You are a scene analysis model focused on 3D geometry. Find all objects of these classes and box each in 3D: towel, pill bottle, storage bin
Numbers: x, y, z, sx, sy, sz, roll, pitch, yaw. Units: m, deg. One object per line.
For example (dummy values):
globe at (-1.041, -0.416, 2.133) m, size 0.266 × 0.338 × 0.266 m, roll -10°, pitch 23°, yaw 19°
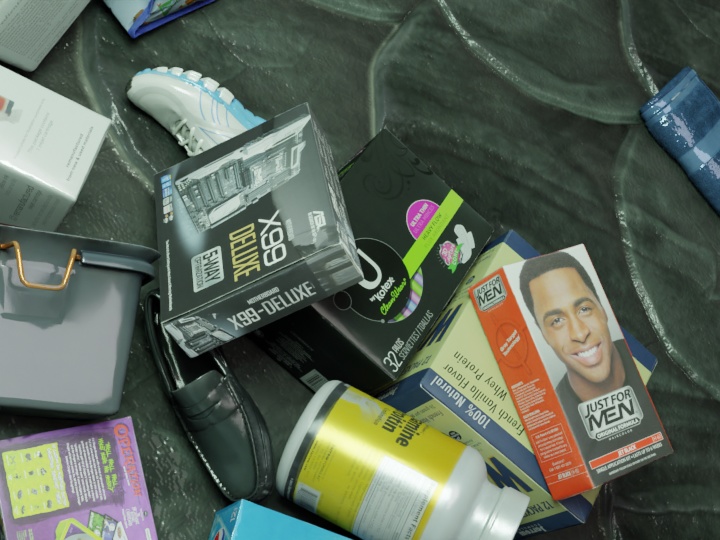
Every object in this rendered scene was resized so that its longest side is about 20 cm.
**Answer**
towel at (0.434, -0.149, 1.436) m, size 0.200 × 0.049 × 0.112 m, roll 51°, pitch 56°, yaw -2°
pill bottle at (0.037, 0.183, 0.995) m, size 0.200 × 0.112 × 0.112 m, roll 26°, pitch 56°, yaw 10°
storage bin at (-0.264, 0.044, 0.916) m, size 0.199 × 0.145 × 0.135 m, roll 8°, pitch 76°, yaw -26°

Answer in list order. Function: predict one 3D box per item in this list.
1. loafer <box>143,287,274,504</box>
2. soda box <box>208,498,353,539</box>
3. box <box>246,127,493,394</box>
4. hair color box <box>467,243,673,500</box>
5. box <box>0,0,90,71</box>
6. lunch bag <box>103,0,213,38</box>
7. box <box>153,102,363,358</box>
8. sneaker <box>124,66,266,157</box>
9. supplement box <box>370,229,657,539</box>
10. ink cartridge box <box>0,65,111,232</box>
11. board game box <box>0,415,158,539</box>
loafer at (-0.133, 0.105, 0.988) m, size 0.201 × 0.068 × 0.070 m, roll 66°, pitch 17°, yaw 12°
soda box at (-0.032, 0.262, 0.991) m, size 0.200 × 0.064 × 0.068 m, roll 25°, pitch 60°, yaw -19°
box at (0.000, 0.000, 1.083) m, size 0.148 × 0.124 × 0.200 m, roll 41°, pitch 57°, yaw -9°
hair color box at (0.182, 0.087, 1.022) m, size 0.101 × 0.061 × 0.200 m, roll -15°, pitch 77°, yaw -33°
box at (-0.307, -0.304, 0.951) m, size 0.199 × 0.171 × 0.200 m, roll 39°, pitch 92°, yaw 0°
lunch bag at (-0.183, -0.346, 1.131) m, size 0.170 × 0.124 × 0.200 m, roll 53°, pitch 44°, yaw 0°
box at (-0.091, -0.038, 0.980) m, size 0.050 × 0.157 × 0.200 m, roll 58°, pitch 13°, yaw -40°
sneaker at (-0.133, -0.114, 1.090) m, size 0.200 × 0.075 × 0.087 m, roll 29°, pitch 64°, yaw -16°
supplement box at (0.137, 0.113, 1.105) m, size 0.200 × 0.134 × 0.200 m, roll 40°, pitch 56°, yaw -9°
ink cartridge box at (-0.321, -0.104, 0.933) m, size 0.200 × 0.145 × 0.084 m, roll 26°, pitch 61°, yaw -17°
board game box at (-0.219, 0.224, 0.924) m, size 0.120 × 0.032 × 0.201 m, roll -8°, pitch 74°, yaw -27°
